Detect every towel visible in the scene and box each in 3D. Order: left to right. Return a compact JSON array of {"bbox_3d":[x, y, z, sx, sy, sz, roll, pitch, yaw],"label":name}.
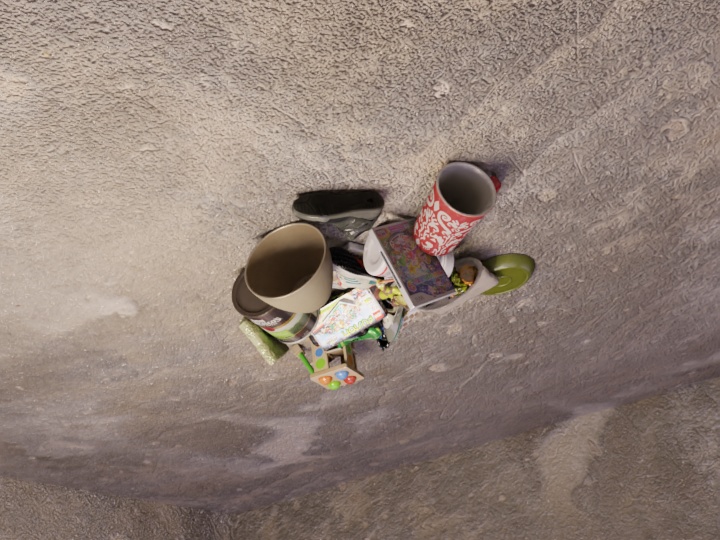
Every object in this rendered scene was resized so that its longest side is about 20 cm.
[{"bbox_3d":[-0.249,0.172,1.850,0.036,0.149,0.200,-36,-177,5],"label":"towel"},{"bbox_3d":[0.261,0.052,1.887,0.199,0.035,0.132,-29,154,19],"label":"towel"}]

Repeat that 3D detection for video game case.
[{"bbox_3d":[0.000,0.000,1.817,0.199,0.023,0.182,14,143,-34],"label":"video game case"},{"bbox_3d":[0.117,-0.019,1.596,0.143,0.201,0.018,-16,162,-40],"label":"video game case"}]

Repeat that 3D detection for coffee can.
[{"bbox_3d":[-0.207,0.082,1.776,0.145,0.147,0.200,-18,150,15],"label":"coffee can"}]

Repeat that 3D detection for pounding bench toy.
[{"bbox_3d":[-0.109,0.278,2.139,0.199,0.157,0.124,-20,149,19],"label":"pounding bench toy"}]

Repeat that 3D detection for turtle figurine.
[{"bbox_3d":[0.110,0.060,1.710,0.198,0.065,0.161,8,171,-23],"label":"turtle figurine"}]

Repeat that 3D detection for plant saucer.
[{"bbox_3d":[0.384,0.019,1.954,0.198,0.031,0.200,-7,150,-4],"label":"plant saucer"}]

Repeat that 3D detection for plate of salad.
[{"bbox_3d":[0.213,0.027,1.785,0.199,0.201,0.048,-25,116,26],"label":"plate of salad"}]

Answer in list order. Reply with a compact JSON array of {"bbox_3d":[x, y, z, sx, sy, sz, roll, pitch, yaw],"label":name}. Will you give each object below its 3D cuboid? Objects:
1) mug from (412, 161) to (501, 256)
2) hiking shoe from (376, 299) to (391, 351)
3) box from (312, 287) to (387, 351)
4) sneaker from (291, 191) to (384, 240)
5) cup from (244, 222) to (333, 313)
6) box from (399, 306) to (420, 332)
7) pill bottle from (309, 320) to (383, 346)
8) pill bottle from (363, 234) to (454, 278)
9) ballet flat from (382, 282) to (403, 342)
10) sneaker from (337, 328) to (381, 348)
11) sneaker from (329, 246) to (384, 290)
[{"bbox_3d":[0.215,-0.123,1.559,0.176,0.134,0.200,2,152,-16],"label":"mug"},{"bbox_3d":[0.077,0.153,2.042,0.074,0.087,0.200,-7,151,-4],"label":"hiking shoe"},{"bbox_3d":[-0.040,0.117,1.858,0.199,0.035,0.110,-31,103,16],"label":"box"},{"bbox_3d":[-0.053,-0.114,1.547,0.198,0.077,0.115,-5,145,-18],"label":"sneaker"},{"bbox_3d":[-0.139,0.015,1.600,0.199,0.201,0.143,-17,140,15],"label":"cup"},{"bbox_3d":[0.144,0.096,1.947,0.039,0.042,0.200,20,122,-42],"label":"box"},{"bbox_3d":[-0.043,0.133,1.943,0.198,0.113,0.112,-13,151,11],"label":"pill bottle"},{"bbox_3d":[0.117,-0.032,1.701,0.199,0.115,0.114,9,146,-30],"label":"pill bottle"},{"bbox_3d":[0.087,0.096,1.903,0.063,0.067,0.201,11,110,-23],"label":"ballet flat"},{"bbox_3d":[-0.034,0.185,2.024,0.198,0.084,0.074,0,142,19],"label":"sneaker"},{"bbox_3d":[-0.035,0.008,1.724,0.093,0.071,0.199,-37,145,30],"label":"sneaker"}]
